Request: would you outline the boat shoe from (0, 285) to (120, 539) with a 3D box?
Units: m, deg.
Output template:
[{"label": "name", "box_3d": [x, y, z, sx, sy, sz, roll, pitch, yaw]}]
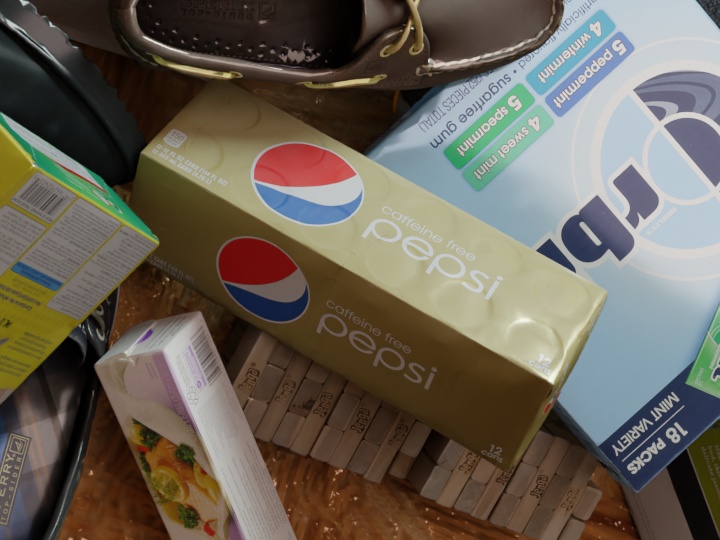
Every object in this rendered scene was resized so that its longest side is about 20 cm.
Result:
[{"label": "boat shoe", "box_3d": [-0.138, 0.037, 0.774, 0.070, 0.066, 0.201, 22, 71, -25]}]

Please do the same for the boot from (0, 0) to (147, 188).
[{"label": "boot", "box_3d": [-0.190, -0.049, 0.703, 0.198, 0.073, 0.163, 49, 62, -37]}]

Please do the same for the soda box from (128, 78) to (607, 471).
[{"label": "soda box", "box_3d": [0.000, 0.000, 0.777, 0.200, 0.064, 0.068, 29, 46, 9]}]

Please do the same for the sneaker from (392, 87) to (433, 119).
[{"label": "sneaker", "box_3d": [0.096, -0.107, 0.929, 0.077, 0.078, 0.200, 35, 45, 21]}]

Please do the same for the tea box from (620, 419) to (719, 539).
[{"label": "tea box", "box_3d": [0.272, 0.102, 0.916, 0.200, 0.197, 0.134, -22, 92, -31]}]

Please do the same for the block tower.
[{"label": "block tower", "box_3d": [0.022, 0.071, 0.855, 0.200, 0.058, 0.054, 23, 101, -26]}]

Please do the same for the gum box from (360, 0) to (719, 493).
[{"label": "gum box", "box_3d": [0.121, -0.028, 0.833, 0.170, 0.045, 0.200, -41, 97, -3]}]

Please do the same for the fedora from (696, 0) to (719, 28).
[{"label": "fedora", "box_3d": [0.209, -0.112, 0.962, 0.091, 0.201, 0.201, 24, 68, 8]}]

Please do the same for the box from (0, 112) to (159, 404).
[{"label": "box", "box_3d": [-0.180, 0.032, 0.693, 0.200, 0.117, 0.048, -46, 68, 2]}]

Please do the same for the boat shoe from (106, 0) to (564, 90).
[{"label": "boat shoe", "box_3d": [-0.006, -0.109, 0.757, 0.199, 0.060, 0.072, 0, 105, -10]}]

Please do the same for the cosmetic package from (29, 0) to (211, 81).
[{"label": "cosmetic package", "box_3d": [-0.131, -0.142, 0.801, 0.199, 0.082, 0.051, 15, 75, -27]}]

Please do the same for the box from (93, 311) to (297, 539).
[{"label": "box", "box_3d": [-0.056, 0.116, 0.791, 0.201, 0.039, 0.041, 68, 29, -18]}]
